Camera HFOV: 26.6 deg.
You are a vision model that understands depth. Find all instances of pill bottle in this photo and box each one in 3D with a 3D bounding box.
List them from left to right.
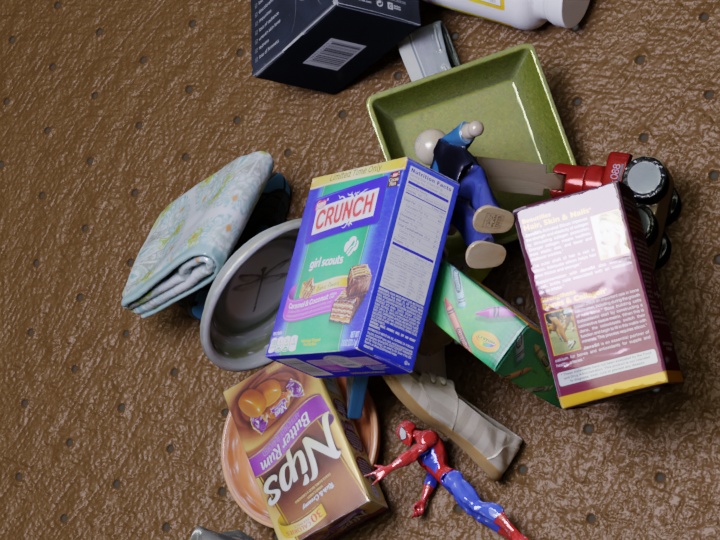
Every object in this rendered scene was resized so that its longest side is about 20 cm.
[{"bbox_3d":[0.163,-0.337,1.747,0.199,0.104,0.105,22,84,30],"label":"pill bottle"}]

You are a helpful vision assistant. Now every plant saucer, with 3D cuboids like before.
[{"bbox_3d":[-0.106,0.019,1.690,0.050,0.200,0.201,40,93,33],"label":"plant saucer"},{"bbox_3d":[-0.064,0.195,1.723,0.199,0.037,0.202,-8,71,24],"label":"plant saucer"},{"bbox_3d":[0.127,-0.122,1.673,0.198,0.048,0.202,-19,85,-6],"label":"plant saucer"}]

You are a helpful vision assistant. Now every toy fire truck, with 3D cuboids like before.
[{"bbox_3d":[0.217,-0.045,1.601,0.199,0.129,0.177,11,79,25],"label":"toy fire truck"}]

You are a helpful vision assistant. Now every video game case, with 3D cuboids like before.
[{"bbox_3d":[-0.004,0.039,1.666,0.018,0.144,0.201,2,55,-5],"label":"video game case"}]

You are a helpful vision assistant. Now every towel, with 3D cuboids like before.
[{"bbox_3d":[-0.192,-0.042,1.761,0.199,0.048,0.172,-27,33,46],"label":"towel"}]

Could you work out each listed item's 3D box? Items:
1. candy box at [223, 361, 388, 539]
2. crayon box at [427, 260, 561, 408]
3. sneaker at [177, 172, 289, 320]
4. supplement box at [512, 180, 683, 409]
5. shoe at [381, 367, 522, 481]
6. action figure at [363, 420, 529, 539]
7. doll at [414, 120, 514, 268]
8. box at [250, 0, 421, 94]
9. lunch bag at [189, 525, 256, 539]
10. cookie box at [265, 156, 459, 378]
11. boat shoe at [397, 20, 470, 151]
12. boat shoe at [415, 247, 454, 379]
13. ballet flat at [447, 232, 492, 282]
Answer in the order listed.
[{"bbox_3d":[-0.061,0.195,1.669,0.116,0.056,0.201,-31,64,13],"label":"candy box"},{"bbox_3d":[0.148,0.068,1.564,0.119,0.200,0.058,39,94,31],"label":"crayon box"},{"bbox_3d":[-0.163,-0.041,1.831,0.082,0.073,0.201,32,84,43],"label":"sneaker"},{"bbox_3d":[0.233,0.025,1.489,0.110,0.086,0.202,-16,80,20],"label":"supplement box"},{"bbox_3d":[0.092,0.141,1.591,0.053,0.200,0.070,-44,23,6],"label":"shoe"},{"bbox_3d":[0.084,0.246,1.611,0.099,0.065,0.200,-35,60,-8],"label":"action figure"},{"bbox_3d":[0.103,-0.090,1.562,0.200,0.048,0.137,-117,32,-54],"label":"doll"},{"bbox_3d":[-0.035,-0.344,1.791,0.200,0.123,0.198,-30,58,53],"label":"box"},{"bbox_3d":[-0.137,0.402,1.647,0.163,0.117,0.201,25,91,31],"label":"lunch bag"},{"bbox_3d":[0.000,0.000,1.531,0.171,0.075,0.202,-9,61,54],"label":"cookie box"},{"bbox_3d":[0.108,-0.206,1.750,0.071,0.070,0.202,-31,62,15],"label":"boat shoe"},{"bbox_3d":[0.072,0.057,1.627,0.068,0.201,0.075,-5,30,18],"label":"boat shoe"},{"bbox_3d":[0.078,0.014,1.694,0.200,0.067,0.067,-44,64,7],"label":"ballet flat"}]
